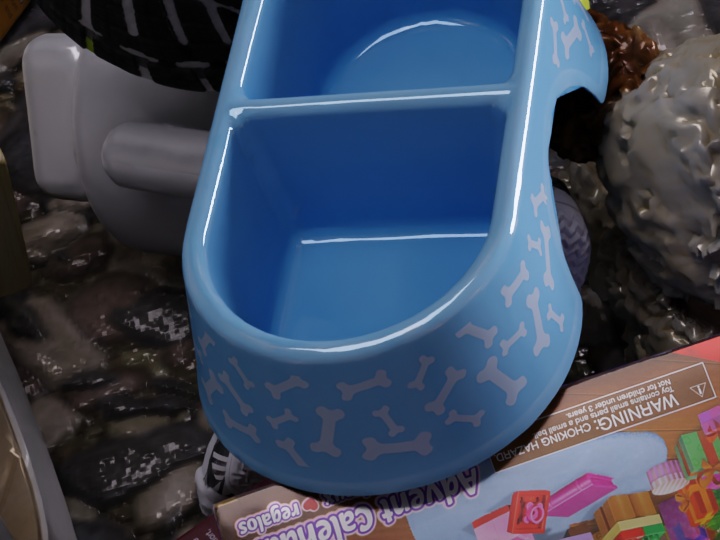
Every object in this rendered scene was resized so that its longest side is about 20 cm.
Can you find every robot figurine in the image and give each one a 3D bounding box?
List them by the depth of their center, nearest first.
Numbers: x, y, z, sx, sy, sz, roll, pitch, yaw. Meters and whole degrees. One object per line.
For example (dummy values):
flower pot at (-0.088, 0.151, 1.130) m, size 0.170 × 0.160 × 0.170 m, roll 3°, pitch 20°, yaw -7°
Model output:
robot figurine at (-0.030, -0.059, 0.866) m, size 0.199 × 0.114 × 0.170 m, roll 4°, pitch 24°, yaw 23°

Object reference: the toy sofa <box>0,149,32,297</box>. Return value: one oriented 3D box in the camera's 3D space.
toy sofa at (-0.207, -0.071, 0.889) m, size 0.097 × 0.083 × 0.200 m, roll -19°, pitch 56°, yaw -14°

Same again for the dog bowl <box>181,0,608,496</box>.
dog bowl at (0.008, -0.033, 0.647) m, size 0.111 × 0.050 × 0.201 m, roll -2°, pitch 51°, yaw 16°

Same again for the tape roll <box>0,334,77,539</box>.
tape roll at (-0.153, 0.059, 0.740) m, size 0.070 × 0.203 × 0.203 m, roll -21°, pitch 45°, yaw 0°

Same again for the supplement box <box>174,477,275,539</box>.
supplement box at (-0.023, 0.125, 0.695) m, size 0.200 × 0.109 × 0.061 m, roll -34°, pitch 47°, yaw -13°

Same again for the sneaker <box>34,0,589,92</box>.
sneaker at (-0.020, -0.111, 0.784) m, size 0.199 × 0.074 × 0.081 m, roll 5°, pitch 58°, yaw -3°

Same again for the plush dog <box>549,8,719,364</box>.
plush dog at (0.130, -0.007, 0.716) m, size 0.199 × 0.172 × 0.161 m, roll 10°, pitch 53°, yaw 26°

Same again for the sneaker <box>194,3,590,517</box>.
sneaker at (0.000, 0.000, 0.760) m, size 0.075 × 0.200 × 0.115 m, roll 9°, pitch 51°, yaw -30°

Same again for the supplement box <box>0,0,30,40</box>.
supplement box at (-0.195, -0.133, 1.031) m, size 0.066 × 0.069 × 0.200 m, roll 12°, pitch 52°, yaw 27°

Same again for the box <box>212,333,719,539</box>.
box at (0.074, 0.098, 0.616) m, size 0.199 × 0.039 × 0.137 m, roll -19°, pitch 76°, yaw -3°
